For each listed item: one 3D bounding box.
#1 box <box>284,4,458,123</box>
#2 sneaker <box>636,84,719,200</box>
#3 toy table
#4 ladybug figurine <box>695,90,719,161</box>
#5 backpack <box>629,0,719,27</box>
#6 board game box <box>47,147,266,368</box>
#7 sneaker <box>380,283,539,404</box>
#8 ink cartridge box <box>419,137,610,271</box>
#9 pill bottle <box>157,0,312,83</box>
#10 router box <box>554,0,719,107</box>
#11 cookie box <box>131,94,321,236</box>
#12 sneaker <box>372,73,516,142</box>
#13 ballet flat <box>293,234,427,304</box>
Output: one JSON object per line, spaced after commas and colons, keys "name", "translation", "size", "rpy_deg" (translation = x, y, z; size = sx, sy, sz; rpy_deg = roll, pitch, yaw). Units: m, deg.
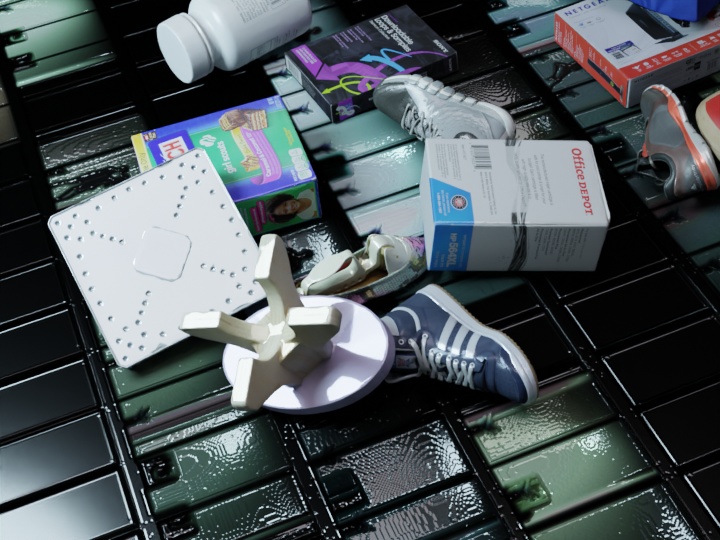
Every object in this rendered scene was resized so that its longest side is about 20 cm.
{"name": "box", "translation": [0.015, -0.288, 1.709], "size": [0.199, 0.036, 0.143], "rpy_deg": [-24, 49, -17]}
{"name": "sneaker", "translation": [0.367, -0.157, 1.517], "size": [0.082, 0.077, 0.200], "rpy_deg": [-26, 35, 9]}
{"name": "toy table", "translation": [-0.078, 0.069, 1.283], "size": [0.199, 0.117, 0.185], "rpy_deg": [-15, 60, 23]}
{"name": "ladybug figurine", "translation": [0.472, -0.154, 1.468], "size": [0.135, 0.072, 0.201], "rpy_deg": [17, 35, -25]}
{"name": "backpack", "translation": [0.401, -0.449, 1.659], "size": [0.199, 0.169, 0.162], "rpy_deg": [26, 48, 33]}
{"name": "board game box", "translation": [-0.225, -0.015, 1.418], "size": [0.199, 0.026, 0.201], "rpy_deg": [-27, 75, -11]}
{"name": "sneaker", "translation": [0.091, 0.096, 1.308], "size": [0.108, 0.070, 0.200], "rpy_deg": [-26, 42, -24]}
{"name": "ink cartridge box", "translation": [0.174, -0.076, 1.439], "size": [0.198, 0.085, 0.147], "rpy_deg": [1, 46, -4]}
{"name": "pill bottle", "translation": [-0.177, -0.344, 1.730], "size": [0.199, 0.115, 0.114], "rpy_deg": [-32, 51, -22]}
{"name": "router box", "translation": [0.392, -0.318, 1.682], "size": [0.199, 0.049, 0.180], "rpy_deg": [-23, 48, -15]}
{"name": "cookie box", "translation": [-0.168, -0.117, 1.539], "size": [0.199, 0.075, 0.172], "rpy_deg": [-17, 49, -8]}
{"name": "sneaker", "translation": [0.088, -0.177, 1.569], "size": [0.199, 0.075, 0.116], "rpy_deg": [18, 54, 21]}
{"name": "ballet flat", "translation": [0.000, 0.000, 1.411], "size": [0.199, 0.071, 0.069], "rpy_deg": [-27, 48, -18]}
